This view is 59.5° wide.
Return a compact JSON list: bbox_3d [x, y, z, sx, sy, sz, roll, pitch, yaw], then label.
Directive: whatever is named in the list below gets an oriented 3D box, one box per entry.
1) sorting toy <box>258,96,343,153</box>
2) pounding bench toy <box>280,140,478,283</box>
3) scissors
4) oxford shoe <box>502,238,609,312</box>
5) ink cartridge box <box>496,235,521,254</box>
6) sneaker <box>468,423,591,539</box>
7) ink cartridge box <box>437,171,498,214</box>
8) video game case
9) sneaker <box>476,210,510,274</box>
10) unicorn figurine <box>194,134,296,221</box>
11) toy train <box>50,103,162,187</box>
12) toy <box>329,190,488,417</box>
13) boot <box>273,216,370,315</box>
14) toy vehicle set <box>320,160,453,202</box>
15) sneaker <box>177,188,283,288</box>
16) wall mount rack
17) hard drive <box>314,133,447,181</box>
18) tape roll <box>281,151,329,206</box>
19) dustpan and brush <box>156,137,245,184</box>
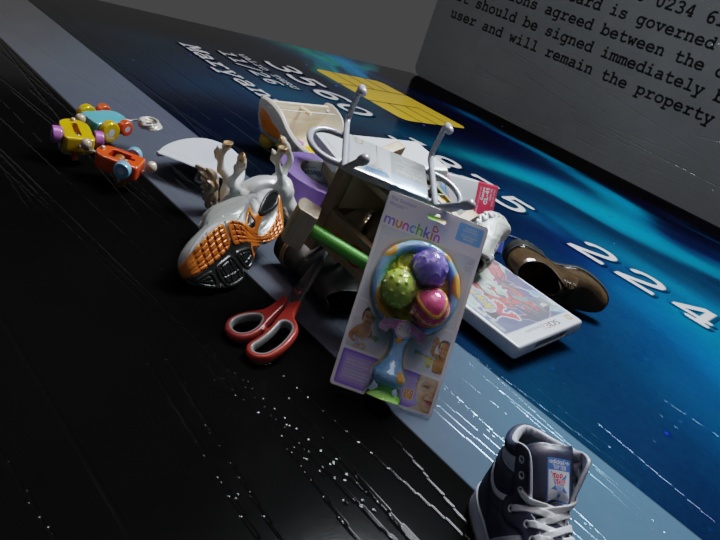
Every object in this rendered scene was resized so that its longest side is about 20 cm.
[{"bbox_3d":[-0.088,-0.243,1.228,0.179,0.109,0.198,41,30,24],"label":"sorting toy"},{"bbox_3d":[0.021,-0.031,0.723,0.156,0.126,0.198,43,40,14],"label":"pounding bench toy"},{"bbox_3d":[-0.069,0.036,0.699,0.072,0.014,0.199,24,38,23],"label":"scissors"},{"bbox_3d":[0.320,0.028,1.016,0.195,0.074,0.085,22,26,-11],"label":"oxford shoe"},{"bbox_3d":[0.162,-0.065,1.079,0.194,0.043,0.119,10,5,-19],"label":"ink cartridge box"},{"bbox_3d":[0.140,0.203,0.459,0.068,0.111,0.201,12,25,-17],"label":"sneaker"},{"bbox_3d":[0.136,-0.148,1.183,0.194,0.088,0.148,13,10,-19],"label":"ink cartridge box"},{"bbox_3d":[0.196,0.040,0.909,0.179,0.024,0.199,-10,38,-44],"label":"video game case"},{"bbox_3d":[0.172,-0.035,0.942,0.197,0.076,0.081,-16,56,-46],"label":"sneaker"},{"bbox_3d":[-0.133,-0.116,0.905,0.193,0.141,0.075,1,36,-8],"label":"unicorn figurine"},{"bbox_3d":[-0.360,-0.177,0.911,0.146,0.057,0.202,16,28,-15],"label":"toy train"},{"bbox_3d":[0.053,0.035,0.629,0.112,0.206,0.047,19,-1,-6],"label":"toy"},{"bbox_3d":[0.000,0.000,0.828,0.195,0.079,0.139,-13,42,-30],"label":"boot"},{"bbox_3d":[0.042,-0.131,1.002,0.194,0.027,0.125,6,28,-23],"label":"toy vehicle set"},{"bbox_3d":[-0.172,-0.038,0.775,0.089,0.078,0.200,0,25,23],"label":"sneaker"},{"bbox_3d":[0.041,-0.115,0.661,0.195,0.075,0.177,19,39,-16],"label":"wall mount rack"},{"bbox_3d":[0.029,-0.186,1.026,0.194,0.027,0.133,1,30,-25],"label":"hard drive"},{"bbox_3d":[-0.046,-0.125,1.044,0.194,0.067,0.201,19,24,-8],"label":"tape roll"},{"bbox_3d":[-0.237,-0.178,1.026,0.136,0.058,0.202,21,31,-4],"label":"dustpan and brush"}]
